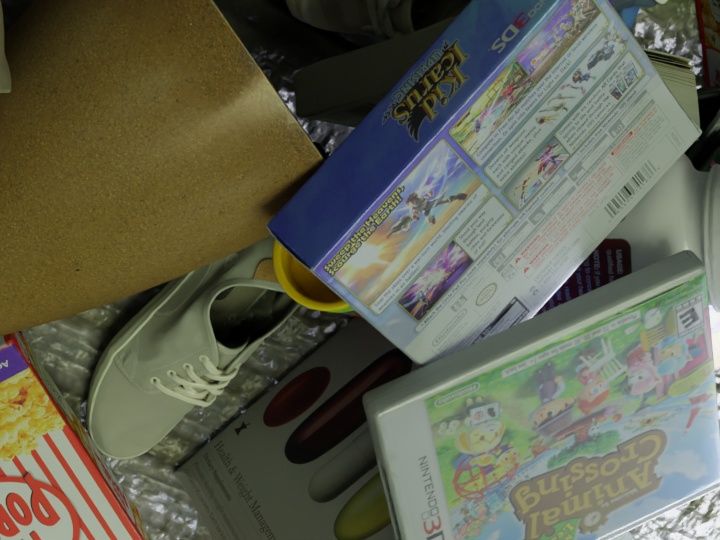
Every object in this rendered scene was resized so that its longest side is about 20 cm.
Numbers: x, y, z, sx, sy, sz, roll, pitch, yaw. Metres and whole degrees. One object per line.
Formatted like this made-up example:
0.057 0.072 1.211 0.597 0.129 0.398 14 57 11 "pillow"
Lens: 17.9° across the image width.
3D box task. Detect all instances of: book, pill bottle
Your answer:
0.079 -0.097 1.292 0.200 0.133 0.048 7 75 -47 "book"
0.130 -0.017 1.317 0.199 0.113 0.113 0 132 19 "pill bottle"

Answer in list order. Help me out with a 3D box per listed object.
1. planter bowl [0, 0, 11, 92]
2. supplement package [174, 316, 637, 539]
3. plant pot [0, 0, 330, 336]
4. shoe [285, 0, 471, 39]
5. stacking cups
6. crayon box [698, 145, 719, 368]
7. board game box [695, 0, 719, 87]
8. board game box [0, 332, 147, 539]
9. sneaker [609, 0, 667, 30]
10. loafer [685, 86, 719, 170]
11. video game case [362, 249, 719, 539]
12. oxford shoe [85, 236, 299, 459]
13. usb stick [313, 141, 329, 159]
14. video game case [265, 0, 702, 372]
-0.262 -0.151 1.066 0.200 0.200 0.135 -1 96 -27 "planter bowl"
0.028 0.150 1.413 0.200 0.191 0.147 -41 131 2 "supplement package"
-0.138 -0.058 1.185 0.200 0.186 0.186 -36 131 1 "plant pot"
0.047 -0.157 1.237 0.200 0.053 0.070 -8 142 23 "shoe"
0.000 0.000 1.313 0.060 0.061 0.200 -42 169 5 "stacking cups"
0.228 -0.005 1.438 0.119 0.058 0.200 -13 151 -38 "crayon box"
0.283 -0.177 1.414 0.151 0.046 0.200 -23 130 -11 "board game box"
-0.231 0.127 1.339 0.151 0.046 0.200 -27 131 0 "board game box"
0.198 -0.202 1.286 0.146 0.081 0.200 4 121 0 "sneaker"
0.146 -0.053 1.402 0.200 0.068 0.070 -30 150 6 "loafer"
0.107 0.096 1.268 0.200 0.022 0.182 -24 134 -12 "video game case"
-0.099 0.050 1.351 0.075 0.058 0.200 13 129 -40 "oxford shoe"
-0.110 -0.048 1.307 0.200 0.033 0.056 -2 124 -26 "usb stick"
0.069 -0.049 1.184 0.200 0.045 0.181 -47 145 0 "video game case"
